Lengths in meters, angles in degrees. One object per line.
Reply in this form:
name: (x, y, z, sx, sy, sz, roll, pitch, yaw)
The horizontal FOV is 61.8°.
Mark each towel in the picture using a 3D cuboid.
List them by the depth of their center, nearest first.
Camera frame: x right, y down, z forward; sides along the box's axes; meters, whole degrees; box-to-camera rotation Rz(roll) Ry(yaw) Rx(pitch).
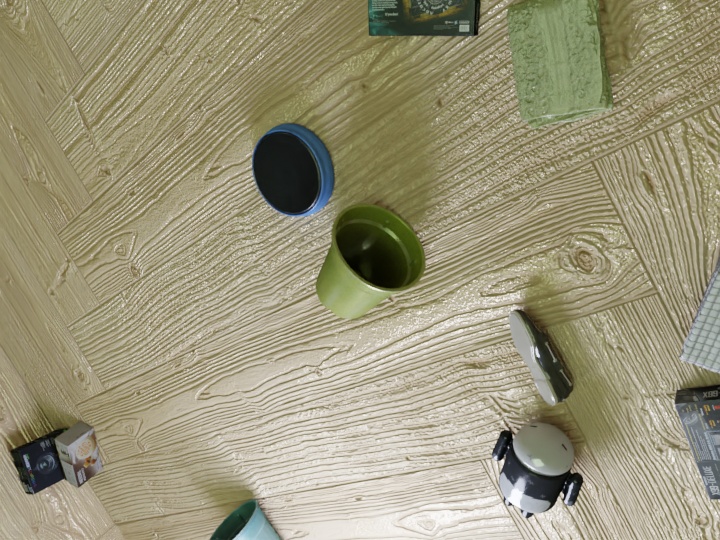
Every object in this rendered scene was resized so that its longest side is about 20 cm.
towel: (0.608, 0.072, 0.920, 0.165, 0.086, 0.201, 19, 119, 22)
towel: (0.310, -0.332, 0.945, 0.148, 0.036, 0.201, -5, 110, 34)

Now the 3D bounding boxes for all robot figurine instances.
robot figurine: (0.352, 0.400, 1.209, 0.149, 0.125, 0.201, 7, 120, -4)

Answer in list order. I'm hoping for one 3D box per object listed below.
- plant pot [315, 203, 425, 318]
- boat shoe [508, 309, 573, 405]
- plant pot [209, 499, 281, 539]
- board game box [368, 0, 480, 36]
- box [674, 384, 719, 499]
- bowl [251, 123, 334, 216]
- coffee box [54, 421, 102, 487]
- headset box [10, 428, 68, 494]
plant pot: (0.000, 0.000, 1.214, 0.200, 0.200, 0.184, 46, 138, 6)
boat shoe: (0.345, 0.158, 1.149, 0.201, 0.057, 0.067, 65, 163, -5)
plant pot: (-0.325, 0.835, 1.802, 0.200, 0.200, 0.196, -31, 101, 38)
board game box: (0.104, -0.468, 1.014, 0.199, 0.028, 0.136, 13, 118, 28)
box: (0.647, 0.290, 1.016, 0.157, 0.050, 0.201, -18, 101, 37)
bowl: (-0.150, -0.211, 1.287, 0.200, 0.039, 0.202, 13, 118, 27)
coffee box: (-1.036, 0.677, 2.211, 0.079, 0.114, 0.201, 15, 118, 25)
headset box: (-1.167, 0.709, 2.253, 0.092, 0.200, 0.175, -15, 93, 41)
